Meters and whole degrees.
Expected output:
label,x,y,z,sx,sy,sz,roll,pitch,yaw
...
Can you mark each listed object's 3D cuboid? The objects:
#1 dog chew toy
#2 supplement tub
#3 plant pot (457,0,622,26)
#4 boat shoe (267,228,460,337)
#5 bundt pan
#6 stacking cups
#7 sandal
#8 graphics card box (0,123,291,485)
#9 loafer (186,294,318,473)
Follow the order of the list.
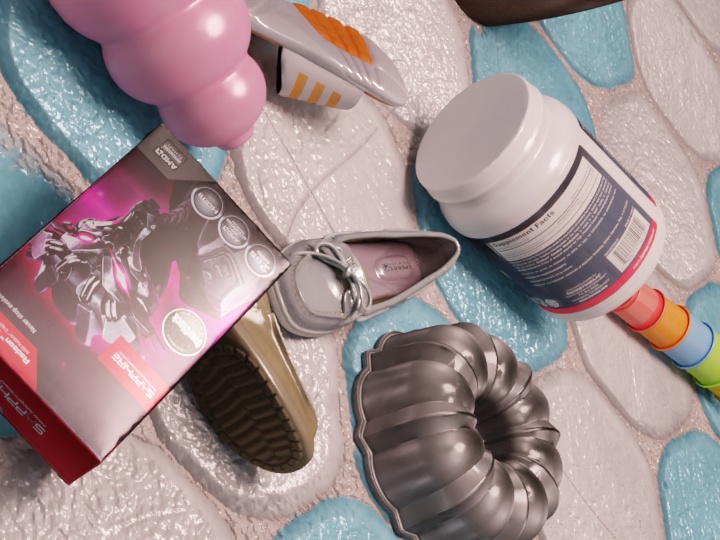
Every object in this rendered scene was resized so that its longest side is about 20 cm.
label,x,y,z,sx,sy,sz,roll,pitch,yaw
dog chew toy,-0.134,-0.172,1.192,0.200,0.124,0.125,60,33,-22
supplement tub,0.156,-0.061,1.486,0.200,0.140,0.140,41,40,-31
plant pot,0.184,-0.315,1.634,0.187,0.200,0.187,31,46,-39
boat shoe,0.001,0.001,1.302,0.202,0.065,0.075,-8,75,-55
bundt pan,0.086,0.127,1.330,0.202,0.076,0.202,31,46,-38
stacking cups,0.314,0.066,1.705,0.200,0.060,0.061,33,45,-31
sandal,-0.061,-0.174,1.348,0.206,0.059,0.079,26,29,-16
graphics card box,-0.147,0.016,1.044,0.125,0.051,0.200,48,51,-5
loafer,-0.084,0.042,1.151,0.200,0.076,0.067,59,40,-8
